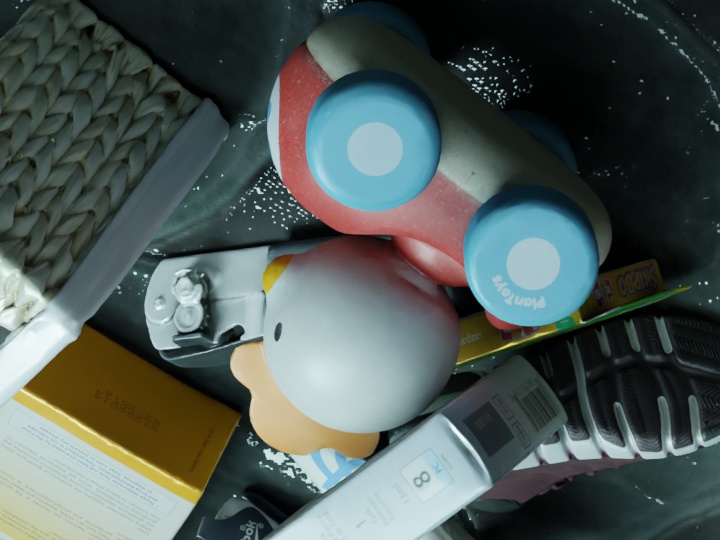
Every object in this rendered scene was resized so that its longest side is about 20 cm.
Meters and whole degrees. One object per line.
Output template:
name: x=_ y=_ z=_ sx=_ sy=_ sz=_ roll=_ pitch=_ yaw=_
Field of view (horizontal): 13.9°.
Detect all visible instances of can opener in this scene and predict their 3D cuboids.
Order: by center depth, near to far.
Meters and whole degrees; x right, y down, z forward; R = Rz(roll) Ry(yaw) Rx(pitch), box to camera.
can opener: x=-0.027 y=0.011 z=1.578 sx=0.200 sy=0.053 sz=0.066 roll=-9 pitch=158 yaw=29

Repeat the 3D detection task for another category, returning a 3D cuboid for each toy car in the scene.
toy car: x=0.000 y=0.000 z=1.411 sx=0.177 sy=0.184 sz=0.200 roll=36 pitch=103 yaw=-10

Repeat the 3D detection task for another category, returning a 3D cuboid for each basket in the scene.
basket: x=-0.178 y=-0.031 z=1.497 sx=0.123 sy=0.200 sz=0.136 roll=43 pitch=130 yaw=-8

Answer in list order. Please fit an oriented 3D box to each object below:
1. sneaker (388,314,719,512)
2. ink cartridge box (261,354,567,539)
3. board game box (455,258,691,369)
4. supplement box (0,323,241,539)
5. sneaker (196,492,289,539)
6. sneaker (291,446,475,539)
sneaker: x=0.117 y=0.081 z=1.570 sx=0.200 sy=0.076 sz=0.116 roll=-9 pitch=160 yaw=4
ink cartridge box: x=-0.002 y=0.126 z=1.443 sx=0.200 sy=0.160 sz=0.047 roll=-39 pitch=87 yaw=18
board game box: x=0.066 y=0.033 z=1.522 sx=0.200 sy=0.095 sz=0.030 roll=-17 pitch=89 yaw=33
supplement box: x=-0.170 y=0.130 z=1.706 sx=0.126 sy=0.074 sz=0.200 roll=31 pitch=132 yaw=-6
sneaker: x=-0.028 y=0.176 z=1.685 sx=0.199 sy=0.080 sz=0.130 roll=-19 pitch=128 yaw=44
sneaker: x=0.027 y=0.153 z=1.611 sx=0.200 sy=0.072 sz=0.073 roll=41 pitch=96 yaw=20
